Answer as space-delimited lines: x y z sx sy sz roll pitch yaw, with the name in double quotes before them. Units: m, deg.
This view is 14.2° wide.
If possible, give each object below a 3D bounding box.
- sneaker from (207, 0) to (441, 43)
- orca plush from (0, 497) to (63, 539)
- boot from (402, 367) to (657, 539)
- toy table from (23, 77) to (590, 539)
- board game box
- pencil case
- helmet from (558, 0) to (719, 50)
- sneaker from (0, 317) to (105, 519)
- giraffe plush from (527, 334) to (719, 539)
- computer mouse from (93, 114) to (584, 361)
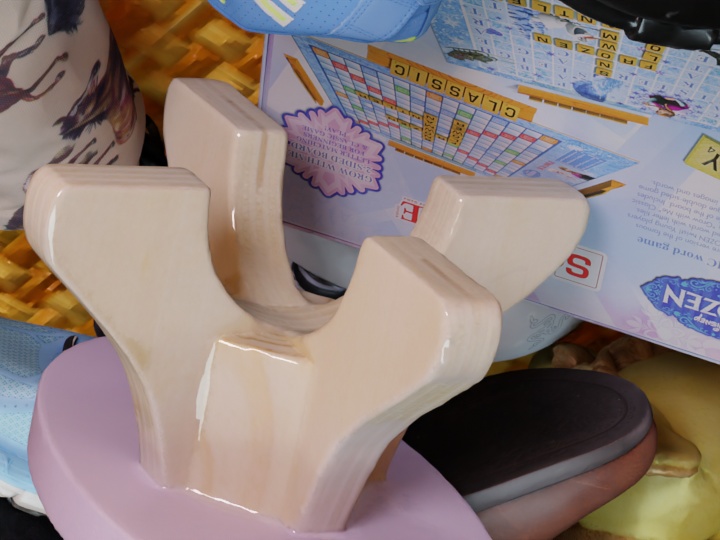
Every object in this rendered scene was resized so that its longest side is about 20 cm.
"sneaker" -0.053 -0.122 0.817 0.199 0.076 0.105 29 139 7
"orca plush" -0.128 0.145 1.049 0.105 0.071 0.201 -4 128 -8
"boot" 0.058 0.143 0.988 0.188 0.069 0.200 -30 115 14
"toy table" -0.020 0.028 0.862 0.183 0.200 0.118 -6 117 -41
"board game box" 0.069 -0.070 0.887 0.199 0.041 0.200 18 136 9
"pencil case" -0.126 -0.085 0.854 0.089 0.078 0.200 15 159 16
"helmet" 0.099 -0.175 0.716 0.199 0.192 0.200 -2 153 -1
"sneaker" -0.061 0.038 1.005 0.199 0.079 0.090 13 123 -15
"giraffe plush" 0.138 0.090 1.036 0.162 0.201 0.172 18 160 -18
"computer mouse" 0.000 0.000 1.019 0.199 0.044 0.110 5 138 -9
